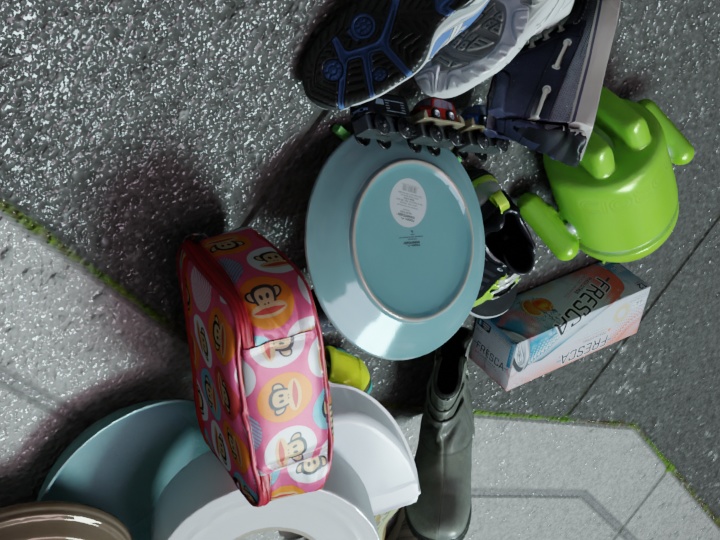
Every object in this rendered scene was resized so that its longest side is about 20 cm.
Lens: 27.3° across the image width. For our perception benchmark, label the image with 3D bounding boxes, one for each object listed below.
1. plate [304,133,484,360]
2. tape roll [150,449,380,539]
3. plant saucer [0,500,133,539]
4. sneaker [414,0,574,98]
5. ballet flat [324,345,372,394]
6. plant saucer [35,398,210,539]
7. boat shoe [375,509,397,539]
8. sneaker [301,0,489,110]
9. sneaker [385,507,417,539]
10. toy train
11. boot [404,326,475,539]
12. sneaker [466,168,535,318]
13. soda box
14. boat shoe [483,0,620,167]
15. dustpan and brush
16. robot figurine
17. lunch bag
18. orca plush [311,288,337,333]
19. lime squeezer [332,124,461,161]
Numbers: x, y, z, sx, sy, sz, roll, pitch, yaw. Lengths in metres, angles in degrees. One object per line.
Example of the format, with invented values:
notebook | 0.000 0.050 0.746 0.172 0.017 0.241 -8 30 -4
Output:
plate | 0.039 -0.025 1.239 0.200 0.026 0.200 1 88 -39
tape roll | -0.082 0.245 1.296 0.202 0.071 0.203 -5 120 -8
plant saucer | -0.283 0.265 1.232 0.200 0.029 0.200 -15 139 -13
sneaker | 0.130 -0.213 1.234 0.200 0.078 0.099 -44 159 6
ballet flat | -0.074 0.150 1.370 0.200 0.067 0.067 -48 122 -5
plant saucer | -0.202 0.184 1.282 0.200 0.036 0.200 -27 139 -26
boat shoe | -0.006 0.238 1.497 0.063 0.073 0.200 -23 137 -34
sneaker | 0.042 -0.191 1.161 0.200 0.076 0.077 -36 171 5
sneaker | 0.068 0.309 1.634 0.070 0.076 0.200 22 106 -52
toy train | 0.061 -0.122 1.238 0.034 0.046 0.200 -24 163 37
boot | 0.079 0.158 1.454 0.068 0.200 0.131 3 134 6
sneaker | 0.126 -0.008 1.402 0.072 0.083 0.200 -37 142 -15
soda box | 0.212 0.054 1.562 0.200 0.064 0.068 -21 135 -33
boat shoe | 0.165 -0.186 1.279 0.075 0.093 0.200 100 5 -56
dustpan and brush | -0.030 0.132 1.326 0.139 0.057 0.200 -16 120 -9
robot figurine | 0.243 -0.085 1.424 0.175 0.116 0.200 -41 143 -8
lunch bag | -0.090 0.068 1.182 0.082 0.176 0.200 -14 119 -20
orca plush | 0.000 0.000 1.285 0.200 0.105 0.071 -9 121 -13
lime squeezer | 0.055 -0.101 1.287 0.200 0.038 0.071 -12 130 -38
